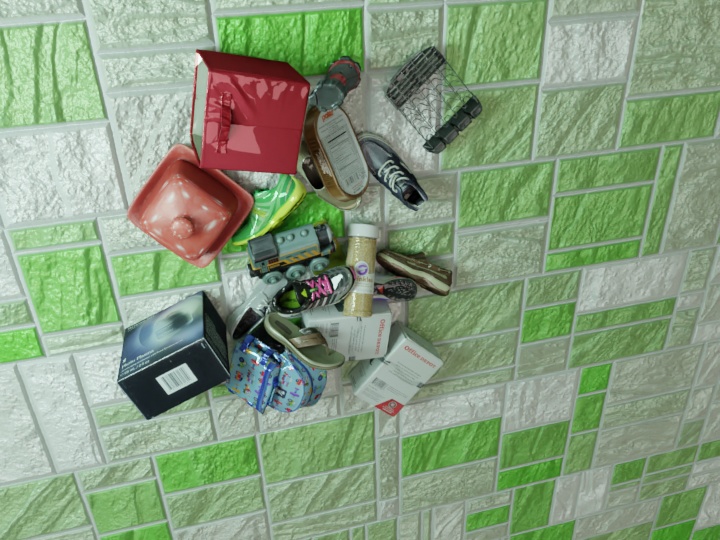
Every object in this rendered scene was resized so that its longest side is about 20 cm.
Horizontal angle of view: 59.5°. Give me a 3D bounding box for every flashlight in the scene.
[{"bbox_3d":[-0.039,-0.341,1.153,0.068,0.201,0.068,33,117,-12],"label":"flashlight"}]

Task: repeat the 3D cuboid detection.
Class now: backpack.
[{"bbox_3d":[-0.183,0.237,1.416,0.199,0.134,0.184,33,123,13],"label":"backpack"}]

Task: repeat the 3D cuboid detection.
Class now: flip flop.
[{"bbox_3d":[-0.120,0.147,1.370,0.199,0.081,0.058,35,117,9],"label":"flip flop"}]

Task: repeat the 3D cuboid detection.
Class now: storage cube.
[{"bbox_3d":[-0.207,-0.286,1.143,0.178,0.200,0.173,1,118,-23],"label":"storage cube"}]

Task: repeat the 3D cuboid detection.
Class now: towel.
[{"bbox_3d":[-0.074,-0.020,1.432,0.085,0.018,0.201,-28,122,1],"label":"towel"}]

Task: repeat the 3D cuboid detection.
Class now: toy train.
[{"bbox_3d":[-0.147,-0.039,1.322,0.198,0.086,0.114,-17,151,-9],"label":"toy train"}]

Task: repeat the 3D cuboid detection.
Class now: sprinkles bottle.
[{"bbox_3d":[0.000,0.000,1.386,0.067,0.068,0.203,4,88,-19],"label":"sprinkles bottle"}]

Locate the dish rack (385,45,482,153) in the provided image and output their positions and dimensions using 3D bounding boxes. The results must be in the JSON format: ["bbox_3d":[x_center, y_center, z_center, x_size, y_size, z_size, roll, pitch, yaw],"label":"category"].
[{"bbox_3d":[0.148,-0.351,1.295,0.153,0.055,0.200,-44,119,8],"label":"dish rack"}]

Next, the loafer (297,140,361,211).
[{"bbox_3d":[-0.071,-0.184,1.311,0.199,0.068,0.076,37,104,-30],"label":"loafer"}]

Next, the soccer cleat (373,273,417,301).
[{"bbox_3d":[0.031,0.036,1.457,0.197,0.073,0.069,6,91,-3],"label":"soccer cleat"}]

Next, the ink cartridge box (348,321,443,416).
[{"bbox_3d":[0.089,0.249,1.591,0.144,0.084,0.200,34,105,-28],"label":"ink cartridge box"}]

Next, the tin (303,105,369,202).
[{"bbox_3d":[-0.045,-0.236,1.262,0.112,0.042,0.202,-43,117,-43],"label":"tin"}]

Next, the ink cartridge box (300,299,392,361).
[{"bbox_3d":[-0.037,0.136,1.482,0.197,0.084,0.147,-3,128,-15],"label":"ink cartridge box"}]

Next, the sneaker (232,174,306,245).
[{"bbox_3d":[-0.198,-0.127,1.316,0.200,0.074,0.084,-41,87,17],"label":"sneaker"}]

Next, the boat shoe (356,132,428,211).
[{"bbox_3d":[0.068,-0.207,1.326,0.199,0.093,0.075,36,104,-30],"label":"boat shoe"}]

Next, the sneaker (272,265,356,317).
[{"bbox_3d":[-0.104,0.046,1.336,0.198,0.087,0.075,-21,83,11],"label":"sneaker"}]

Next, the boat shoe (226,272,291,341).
[{"bbox_3d":[-0.227,0.079,1.411,0.200,0.069,0.072,-40,122,8],"label":"boat shoe"}]

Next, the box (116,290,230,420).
[{"bbox_3d":[-0.394,0.173,1.338,0.198,0.199,0.124,-27,120,-1],"label":"box"}]

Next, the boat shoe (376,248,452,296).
[{"bbox_3d":[0.130,-0.012,1.477,0.201,0.075,0.076,27,78,-22],"label":"boat shoe"}]

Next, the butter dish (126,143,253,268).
[{"bbox_3d":[-0.336,-0.104,1.220,0.199,0.148,0.200,37,105,-19],"label":"butter dish"}]
